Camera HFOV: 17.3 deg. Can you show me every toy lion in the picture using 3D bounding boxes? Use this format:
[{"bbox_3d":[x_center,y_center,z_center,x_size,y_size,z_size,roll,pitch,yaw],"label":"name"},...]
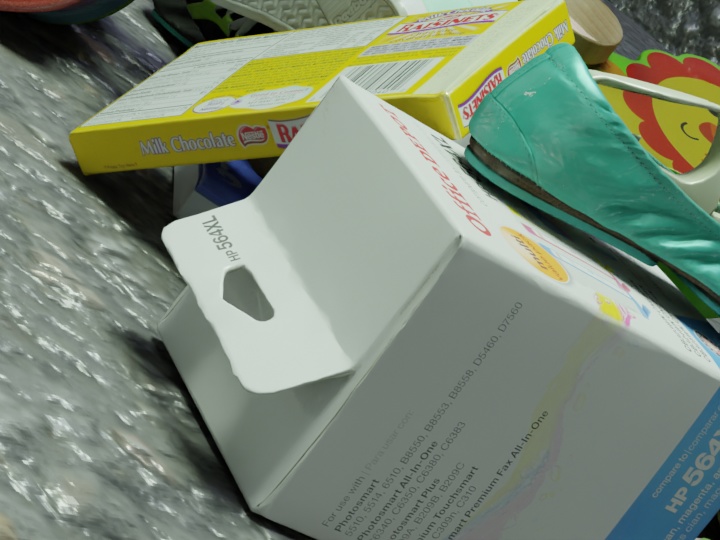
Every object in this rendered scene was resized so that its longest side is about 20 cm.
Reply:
[{"bbox_3d":[0.155,-0.046,1.138,0.191,0.069,0.200,24,34,-14],"label":"toy lion"}]

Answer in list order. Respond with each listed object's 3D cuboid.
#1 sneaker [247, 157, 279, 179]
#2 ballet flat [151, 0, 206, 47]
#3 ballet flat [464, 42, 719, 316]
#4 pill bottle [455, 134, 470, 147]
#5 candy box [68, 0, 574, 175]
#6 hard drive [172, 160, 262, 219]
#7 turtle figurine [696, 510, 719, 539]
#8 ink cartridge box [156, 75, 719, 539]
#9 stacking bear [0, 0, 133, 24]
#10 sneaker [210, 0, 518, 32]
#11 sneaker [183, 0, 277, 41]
[{"bbox_3d":[0.035,-0.030,1.118,0.090,0.067,0.200,40,9,34],"label":"sneaker"},{"bbox_3d":[-0.061,-0.130,1.332,0.068,0.068,0.200,16,23,-42],"label":"ballet flat"},{"bbox_3d":[0.132,-0.022,0.897,0.200,0.070,0.067,32,14,-25],"label":"ballet flat"},{"bbox_3d":[0.036,-0.119,1.423,0.116,0.116,0.200,36,6,-1],"label":"pill bottle"},{"bbox_3d":[-0.019,-0.077,0.999,0.102,0.200,0.026,-39,118,-47],"label":"candy box"},{"bbox_3d":[0.000,0.000,1.134,0.200,0.025,0.132,33,14,-14],"label":"hard drive"},{"bbox_3d":[0.186,0.078,1.088,0.194,0.144,0.200,41,10,27],"label":"turtle figurine"},{"bbox_3d":[0.031,0.033,0.880,0.200,0.125,0.129,28,16,-35],"label":"ink cartridge box"},{"bbox_3d":[-0.149,-0.180,1.212,0.114,0.122,0.200,34,5,3],"label":"stacking bear"},{"bbox_3d":[-0.007,-0.145,1.131,0.118,0.074,0.200,-2,38,-49],"label":"sneaker"},{"bbox_3d":[-0.034,-0.113,1.229,0.200,0.072,0.083,56,3,11],"label":"sneaker"}]
